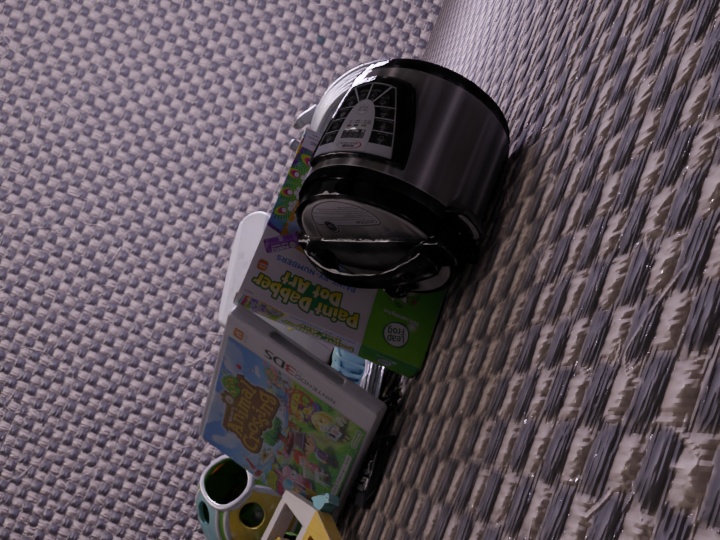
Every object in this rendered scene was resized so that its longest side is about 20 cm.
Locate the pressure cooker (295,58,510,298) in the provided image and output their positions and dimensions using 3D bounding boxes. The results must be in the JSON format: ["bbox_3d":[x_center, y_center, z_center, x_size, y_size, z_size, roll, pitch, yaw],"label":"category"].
[{"bbox_3d":[0.037,-0.072,0.963,0.176,0.177,0.201,121,174,-67],"label":"pressure cooker"}]

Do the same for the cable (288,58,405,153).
[{"bbox_3d":[0.038,-0.145,1.198,0.200,0.200,0.069,-42,19,20],"label":"cable"}]

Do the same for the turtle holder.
[{"bbox_3d":[-0.137,0.311,1.290,0.187,0.140,0.132,-104,-11,-45],"label":"turtle holder"}]

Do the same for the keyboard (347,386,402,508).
[{"bbox_3d":[0.009,0.184,1.096,0.200,0.020,0.128,135,156,-78],"label":"keyboard"}]

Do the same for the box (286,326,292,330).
[{"bbox_3d":[0.000,0.000,1.139,0.199,0.050,0.075,-28,-1,-9],"label":"box"}]

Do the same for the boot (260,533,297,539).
[{"bbox_3d":[-0.105,0.378,1.154,0.200,0.076,0.170,147,142,-71],"label":"boot"}]

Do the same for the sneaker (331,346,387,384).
[{"bbox_3d":[-0.009,0.137,1.234,0.201,0.073,0.083,95,-167,-58],"label":"sneaker"}]

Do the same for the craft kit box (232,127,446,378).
[{"bbox_3d":[-0.003,-0.019,1.056,0.049,0.198,0.199,126,165,-69],"label":"craft kit box"}]

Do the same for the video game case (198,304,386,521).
[{"bbox_3d":[-0.077,0.154,1.053,0.022,0.181,0.201,-43,-19,-45],"label":"video game case"}]

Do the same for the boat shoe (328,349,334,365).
[{"bbox_3d":[-0.042,0.203,1.395,0.074,0.063,0.203,125,165,-61],"label":"boat shoe"}]

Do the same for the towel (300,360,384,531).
[{"bbox_3d":[-0.018,0.187,1.150,0.147,0.024,0.201,-73,5,-57],"label":"towel"}]

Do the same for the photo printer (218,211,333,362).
[{"bbox_3d":[-0.098,0.039,1.392,0.069,0.200,0.168,-8,61,32],"label":"photo printer"}]

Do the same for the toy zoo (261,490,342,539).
[{"bbox_3d":[-0.073,0.312,1.029,0.202,0.020,0.131,-63,32,5],"label":"toy zoo"}]

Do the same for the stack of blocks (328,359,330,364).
[{"bbox_3d":[-0.071,0.193,1.474,0.116,0.058,0.202,62,-141,-50],"label":"stack of blocks"}]
